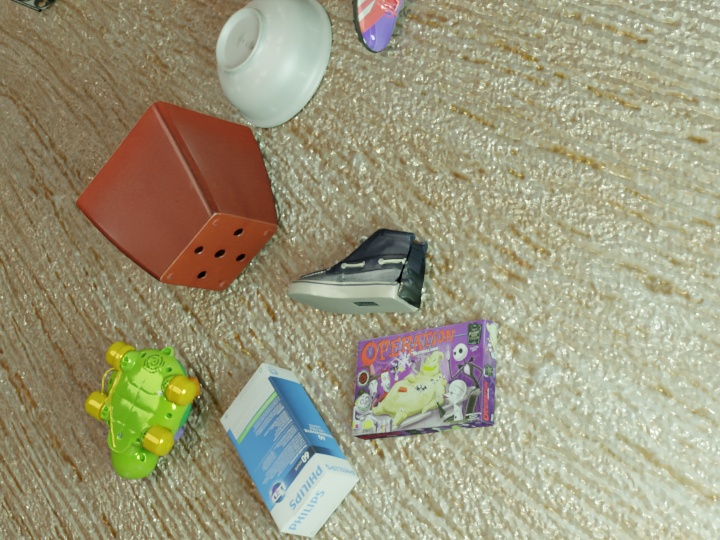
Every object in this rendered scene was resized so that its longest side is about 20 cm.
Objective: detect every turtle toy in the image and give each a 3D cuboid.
[{"bbox_3d":[-0.296,0.196,1.850,0.145,0.101,0.201,27,97,23],"label":"turtle toy"}]

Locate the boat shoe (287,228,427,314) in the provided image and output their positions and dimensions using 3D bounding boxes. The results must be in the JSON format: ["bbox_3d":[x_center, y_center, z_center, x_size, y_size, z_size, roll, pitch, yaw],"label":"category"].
[{"bbox_3d":[0.000,0.000,1.660,0.199,0.075,0.093,1,69,37],"label":"boat shoe"}]

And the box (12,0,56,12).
[{"bbox_3d":[-0.545,-0.535,2.406,0.200,0.075,0.050,-22,62,37],"label":"box"}]

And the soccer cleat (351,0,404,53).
[{"bbox_3d":[0.041,-0.384,1.764,0.073,0.068,0.201,-2,71,40],"label":"soccer cleat"}]

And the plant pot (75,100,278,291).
[{"bbox_3d":[-0.231,-0.084,1.843,0.200,0.200,0.176,-47,60,22],"label":"plant pot"}]

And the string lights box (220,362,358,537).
[{"bbox_3d":[-0.092,0.221,1.668,0.103,0.059,0.200,-52,45,18],"label":"string lights box"}]

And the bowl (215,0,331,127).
[{"bbox_3d":[-0.141,-0.311,1.900,0.201,0.090,0.202,-19,62,40],"label":"bowl"}]

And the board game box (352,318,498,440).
[{"bbox_3d":[0.073,0.129,1.562,0.200,0.032,0.120,-13,61,42],"label":"board game box"}]
